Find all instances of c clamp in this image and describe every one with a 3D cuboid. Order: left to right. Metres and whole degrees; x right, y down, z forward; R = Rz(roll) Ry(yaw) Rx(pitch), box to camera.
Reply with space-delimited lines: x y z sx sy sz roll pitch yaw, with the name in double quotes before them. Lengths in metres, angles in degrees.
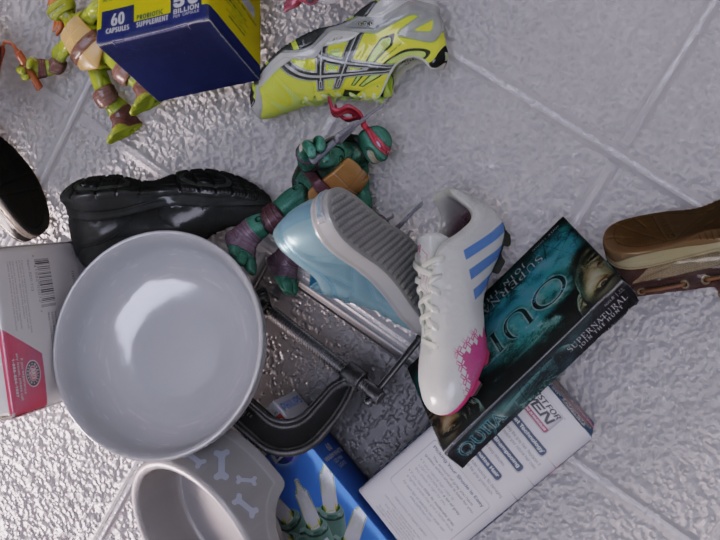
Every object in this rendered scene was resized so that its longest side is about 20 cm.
"c clamp" -0.065 0.084 0.911 0.198 0.027 0.172 30 69 21

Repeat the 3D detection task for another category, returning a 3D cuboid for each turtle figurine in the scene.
"turtle figurine" -0.271 -0.211 0.961 0.199 0.064 0.162 -36 88 23
"turtle figurine" -0.024 -0.069 0.883 0.200 0.101 0.149 -41 123 16

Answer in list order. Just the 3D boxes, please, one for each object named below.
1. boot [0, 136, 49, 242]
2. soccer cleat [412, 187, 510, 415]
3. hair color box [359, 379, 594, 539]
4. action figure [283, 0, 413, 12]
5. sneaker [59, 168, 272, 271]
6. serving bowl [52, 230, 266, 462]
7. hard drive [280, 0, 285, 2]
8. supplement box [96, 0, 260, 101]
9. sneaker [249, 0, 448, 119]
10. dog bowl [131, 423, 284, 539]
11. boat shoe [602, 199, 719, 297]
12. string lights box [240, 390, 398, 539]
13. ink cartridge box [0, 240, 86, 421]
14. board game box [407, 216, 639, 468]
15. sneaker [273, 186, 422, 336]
"boot" -0.431 -0.083 1.013 0.150 0.073 0.201 -38 96 23
"soccer cleat" 0.070 0.021 0.823 0.069 0.086 0.202 -21 44 46
"hair color box" 0.105 0.169 0.876 0.200 0.060 0.100 -43 81 15
"action figure" -0.021 -0.303 0.820 0.132 0.149 0.202 -1 51 35
"sneaker" -0.182 -0.046 0.926 0.196 0.076 0.092 -3 111 -9
"serving bowl" -0.173 0.070 0.875 0.196 0.066 0.204 -2 78 11
"hard drive" -0.096 -0.318 0.830 0.026 0.200 0.134 0 94 16
"supplement box" -0.159 -0.274 0.868 0.107 0.110 0.203 -8 71 16
"sneaker" -0.013 -0.182 0.881 0.198 0.075 0.077 -25 86 18
"dog bowl" -0.136 0.241 0.903 0.198 0.058 0.203 21 126 33
"boat shoe" 0.305 -0.012 0.811 0.196 0.073 0.073 -9 122 6
"string lights box" -0.042 0.228 0.924 0.103 0.059 0.200 -44 80 15
"ink cartridge box" -0.302 0.051 0.917 0.081 0.200 0.149 -7 92 20
"board game box" 0.131 0.056 0.822 0.028 0.136 0.200 39 101 -24
"sneaker" 0.000 0.000 0.853 0.081 0.200 0.075 -18 46 31
